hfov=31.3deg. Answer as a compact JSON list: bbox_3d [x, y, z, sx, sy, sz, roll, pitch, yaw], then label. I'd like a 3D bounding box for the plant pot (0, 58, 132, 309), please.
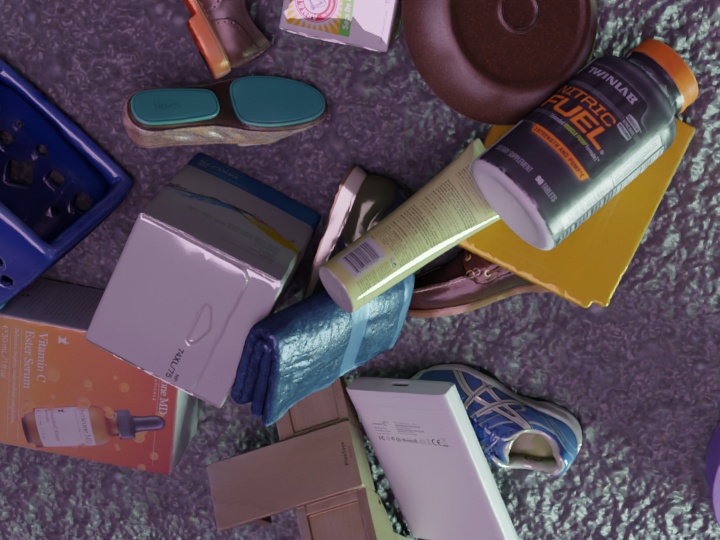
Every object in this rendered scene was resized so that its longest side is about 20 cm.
[{"bbox_3d":[-0.377,-0.062,1.259,0.200,0.200,0.180,43,117,-8],"label":"plant pot"}]

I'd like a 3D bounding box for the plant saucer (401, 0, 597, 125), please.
[{"bbox_3d":[0.134,-0.230,1.144,0.200,0.037,0.201,-2,95,-21],"label":"plant saucer"}]

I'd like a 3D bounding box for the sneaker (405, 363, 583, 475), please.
[{"bbox_3d":[0.133,0.154,1.324,0.200,0.077,0.076,16,114,5],"label":"sneaker"}]

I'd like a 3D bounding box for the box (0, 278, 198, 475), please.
[{"bbox_3d":[-0.275,0.110,1.352,0.200,0.106,0.153,10,112,5],"label":"box"}]

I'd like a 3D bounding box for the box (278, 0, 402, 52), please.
[{"bbox_3d":[0.001,-0.309,1.149,0.101,0.113,0.200,13,113,5],"label":"box"}]

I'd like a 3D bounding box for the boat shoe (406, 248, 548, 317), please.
[{"bbox_3d":[0.133,-0.008,1.268,0.200,0.070,0.070,-15,114,5],"label":"boat shoe"}]

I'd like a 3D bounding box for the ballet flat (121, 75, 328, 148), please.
[{"bbox_3d":[-0.133,-0.150,1.249,0.200,0.068,0.067,-1,155,-16],"label":"ballet flat"}]

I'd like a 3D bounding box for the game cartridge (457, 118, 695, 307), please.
[{"bbox_3d":[0.194,-0.084,1.213,0.176,0.032,0.200,27,92,-2],"label":"game cartridge"}]

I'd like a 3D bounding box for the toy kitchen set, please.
[{"bbox_3d":[-0.051,0.247,1.390,0.163,0.180,0.200,-19,67,12],"label":"toy kitchen set"}]

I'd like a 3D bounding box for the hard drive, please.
[{"bbox_3d":[0.075,0.200,1.335,0.132,0.027,0.200,-1,121,41],"label":"hard drive"}]

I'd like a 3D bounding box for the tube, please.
[{"bbox_3d":[0.055,-0.036,1.165,0.200,0.052,0.058,-36,135,-17],"label":"tube"}]

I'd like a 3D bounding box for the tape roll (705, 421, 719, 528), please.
[{"bbox_3d":[0.456,0.212,1.304,0.200,0.066,0.200,3,111,7],"label":"tape roll"}]

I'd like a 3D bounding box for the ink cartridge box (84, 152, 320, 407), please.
[{"bbox_3d":[-0.147,0.004,1.242,0.146,0.200,0.147,27,112,-2],"label":"ink cartridge box"}]

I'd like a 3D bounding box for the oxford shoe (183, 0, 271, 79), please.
[{"bbox_3d":[-0.148,-0.287,1.214,0.073,0.071,0.200,-25,110,-5],"label":"oxford shoe"}]

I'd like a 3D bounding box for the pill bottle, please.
[{"bbox_3d":[0.205,-0.118,1.139,0.200,0.106,0.106,-41,102,-9],"label":"pill bottle"}]

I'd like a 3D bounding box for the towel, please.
[{"bbox_3d":[-0.027,0.062,1.203,0.049,0.200,0.112,39,133,27],"label":"towel"}]

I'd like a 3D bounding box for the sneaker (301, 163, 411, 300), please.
[{"bbox_3d":[0.000,0.000,1.289,0.090,0.067,0.200,21,109,6],"label":"sneaker"}]
